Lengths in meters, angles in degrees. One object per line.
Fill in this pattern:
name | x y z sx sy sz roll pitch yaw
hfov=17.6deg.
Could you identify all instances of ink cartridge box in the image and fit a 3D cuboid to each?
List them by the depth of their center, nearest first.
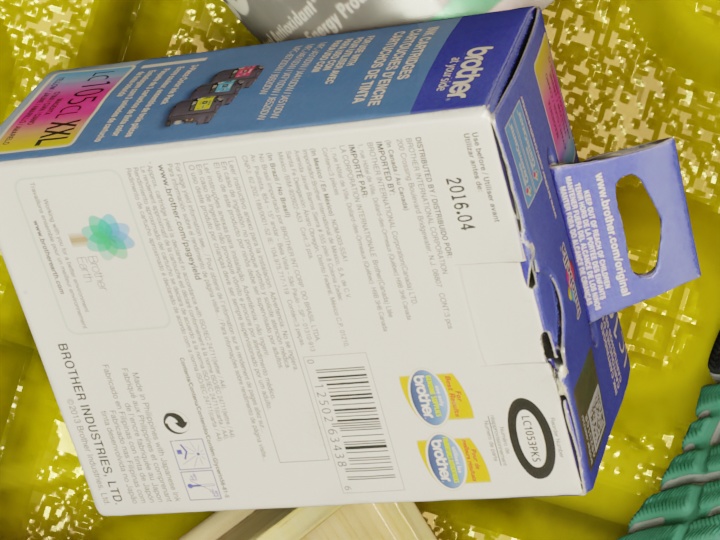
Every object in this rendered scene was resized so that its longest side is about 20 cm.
ink cartridge box | 0.000 0.000 0.716 0.200 0.076 0.137 -4 120 22

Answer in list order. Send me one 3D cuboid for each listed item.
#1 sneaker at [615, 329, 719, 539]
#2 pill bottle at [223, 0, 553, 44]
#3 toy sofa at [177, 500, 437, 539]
sneaker | 0.144 0.091 0.787 0.087 0.074 0.200 37 66 -16
pill bottle | -0.023 -0.148 0.758 0.113 0.113 0.200 -42 95 -6
toy sofa | 0.012 0.161 0.788 0.083 0.098 0.200 -35 95 -32
